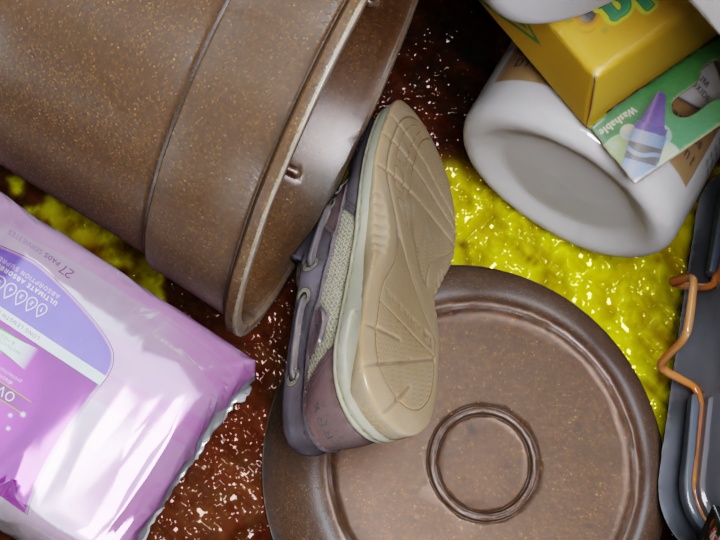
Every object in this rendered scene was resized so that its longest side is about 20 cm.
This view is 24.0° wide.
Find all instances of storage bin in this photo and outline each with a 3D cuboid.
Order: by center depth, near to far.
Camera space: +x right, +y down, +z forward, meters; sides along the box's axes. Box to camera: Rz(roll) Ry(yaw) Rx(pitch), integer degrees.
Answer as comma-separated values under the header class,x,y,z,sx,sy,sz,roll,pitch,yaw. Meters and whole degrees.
class,x,y,z,sx,sy,sz,roll,pitch,yaw
storage bin,0.223,0.030,0.775,0.144,0.134,0.202,17,69,-13

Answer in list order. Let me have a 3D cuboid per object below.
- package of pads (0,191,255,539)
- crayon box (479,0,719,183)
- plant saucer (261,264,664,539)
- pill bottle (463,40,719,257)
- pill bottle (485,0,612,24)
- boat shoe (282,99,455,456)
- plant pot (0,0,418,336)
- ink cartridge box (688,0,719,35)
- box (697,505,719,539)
class,x,y,z,sx,sy,sz,roll,pitch,yaw
package of pads,-0.157,0.041,0.741,0.199,0.076,0.121,33,71,-1
crayon box,0.110,-0.155,0.746,0.125,0.052,0.201,-34,71,-10
plant saucer,0.054,0.092,0.791,0.198,0.035,0.202,2,76,-9
pill bottle,0.143,-0.118,0.818,0.114,0.114,0.201,32,72,-1
pill bottle,0.052,-0.208,0.683,0.111,0.112,0.201,-24,68,-15
boat shoe,0.000,0.000,0.761,0.072,0.064,0.201,50,31,-35
plant pot,-0.096,-0.104,0.739,0.197,0.200,0.201,25,73,5
ink cartridge box,0.199,-0.128,0.616,0.200,0.084,0.146,40,65,-28
box,0.225,0.199,0.758,0.198,0.038,0.138,18,109,-6
